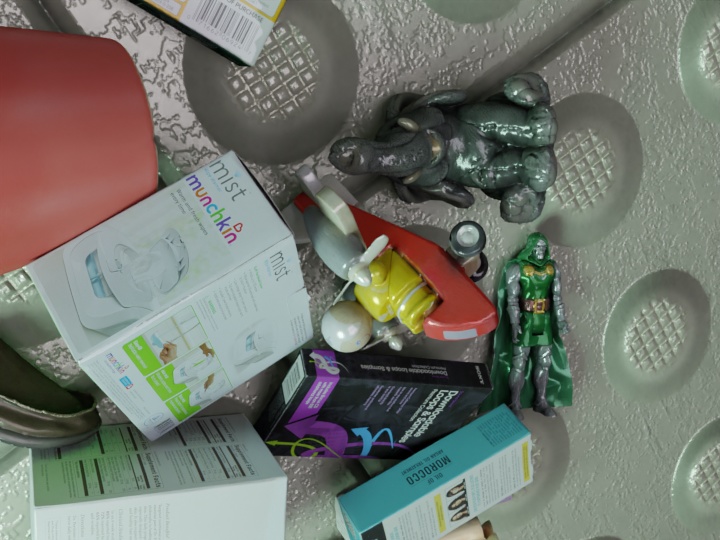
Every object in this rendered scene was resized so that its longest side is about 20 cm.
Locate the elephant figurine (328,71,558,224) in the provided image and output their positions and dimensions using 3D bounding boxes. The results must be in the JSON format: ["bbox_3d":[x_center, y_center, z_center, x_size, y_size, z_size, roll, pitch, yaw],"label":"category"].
[{"bbox_3d":[0.072,-0.116,0.784,0.198,0.156,0.143,-2,60,0],"label":"elephant figurine"}]

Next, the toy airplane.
[{"bbox_3d":[0.000,0.000,0.740,0.199,0.199,0.142,36,75,-26],"label":"toy airplane"}]

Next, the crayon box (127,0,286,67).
[{"bbox_3d":[-0.103,-0.290,0.706,0.125,0.052,0.201,26,92,-26],"label":"crayon box"}]

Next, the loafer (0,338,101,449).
[{"bbox_3d":[-0.305,0.091,0.698,0.199,0.073,0.072,20,95,-26],"label":"loafer"}]

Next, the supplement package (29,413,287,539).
[{"bbox_3d":[-0.181,0.230,0.743,0.198,0.151,0.153,-2,103,-23],"label":"supplement package"}]

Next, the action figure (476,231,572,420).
[{"bbox_3d":[0.185,0.059,0.918,0.117,0.055,0.202,-4,100,-19],"label":"action figure"}]

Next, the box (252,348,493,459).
[{"bbox_3d":[0.011,0.135,0.824,0.198,0.036,0.143,6,138,-26],"label":"box"}]

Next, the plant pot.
[{"bbox_3d":[-0.256,-0.091,0.622,0.176,0.200,0.202,-15,108,-31],"label":"plant pot"}]

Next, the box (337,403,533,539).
[{"bbox_3d":[0.079,0.219,0.854,0.199,0.049,0.083,-26,131,-16],"label":"box"}]

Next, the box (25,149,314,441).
[{"bbox_3d":[-0.136,0.030,0.685,0.176,0.097,0.200,-33,157,-13],"label":"box"}]

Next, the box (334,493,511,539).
[{"bbox_3d":[0.071,0.246,0.918,0.198,0.041,0.039,-9,106,-20],"label":"box"}]

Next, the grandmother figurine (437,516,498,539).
[{"bbox_3d":[0.043,0.301,0.882,0.198,0.121,0.061,-10,83,-1],"label":"grandmother figurine"}]
